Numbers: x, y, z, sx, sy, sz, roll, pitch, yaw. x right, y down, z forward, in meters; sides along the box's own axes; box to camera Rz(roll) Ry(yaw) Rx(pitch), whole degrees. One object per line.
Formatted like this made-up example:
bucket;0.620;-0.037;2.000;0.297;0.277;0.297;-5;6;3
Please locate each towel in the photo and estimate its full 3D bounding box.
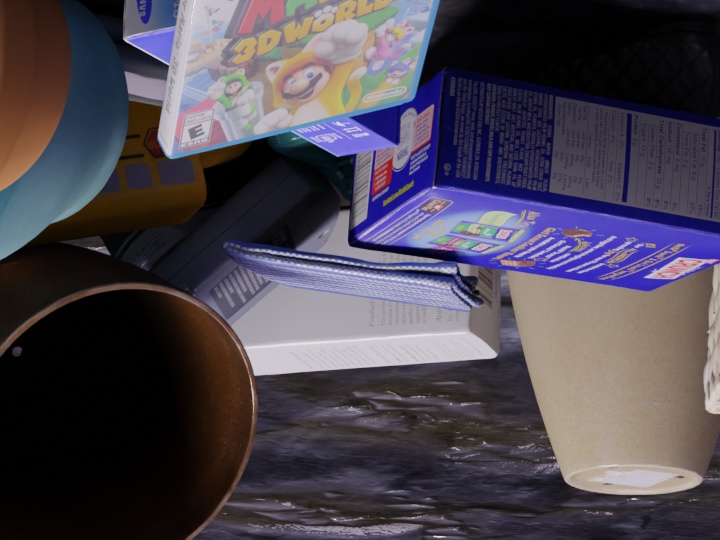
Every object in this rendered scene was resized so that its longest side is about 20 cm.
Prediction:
towel;0.000;0.000;1.615;0.144;0.024;0.200;7;176;7

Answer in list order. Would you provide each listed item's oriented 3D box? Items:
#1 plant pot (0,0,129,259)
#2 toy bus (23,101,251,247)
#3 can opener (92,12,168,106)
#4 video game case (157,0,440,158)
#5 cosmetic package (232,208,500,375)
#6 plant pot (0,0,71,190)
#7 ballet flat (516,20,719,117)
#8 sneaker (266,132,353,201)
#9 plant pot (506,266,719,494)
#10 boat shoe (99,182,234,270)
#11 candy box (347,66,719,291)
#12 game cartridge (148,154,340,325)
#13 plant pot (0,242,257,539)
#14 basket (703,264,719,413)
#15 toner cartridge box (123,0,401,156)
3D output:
plant pot;-0.226;-0.087;1.376;0.199;0.202;0.188;-7;-179;26
toy bus;-0.161;-0.064;1.568;0.199;0.079;0.065;-9;168;-23
can opener;-0.076;-0.122;1.505;0.198;0.053;0.067;6;129;-19
video game case;-0.020;-0.140;1.257;0.142;0.018;0.201;-15;145;-23
cosmetic package;-0.005;0.013;1.836;0.198;0.103;0.074;-4;161;21
plant pot;-0.222;-0.100;1.189;0.198;0.202;0.140;-4;180;19
ballet flat;0.139;-0.095;1.536;0.066;0.057;0.199;11;161;-34
sneaker;0.017;-0.060;1.627;0.077;0.080;0.199;-12;158;39
plant pot;0.184;0.043;1.746;0.186;0.202;0.187;1;164;0
boat shoe;-0.121;-0.037;1.735;0.072;0.071;0.200;-43;171;13
candy box;0.111;-0.048;1.498;0.198;0.078;0.169;10;167;-16
game cartridge;-0.072;-0.015;1.698;0.042;0.133;0.200;44;175;8
plant pot;-0.186;0.058;1.581;0.186;0.188;0.200;12;-164;-31
basket;0.282;-0.005;1.588;0.122;0.202;0.136;6;164;1
toner cartridge box;-0.046;-0.135;1.358;0.043;0.096;0.200;-9;160;31
